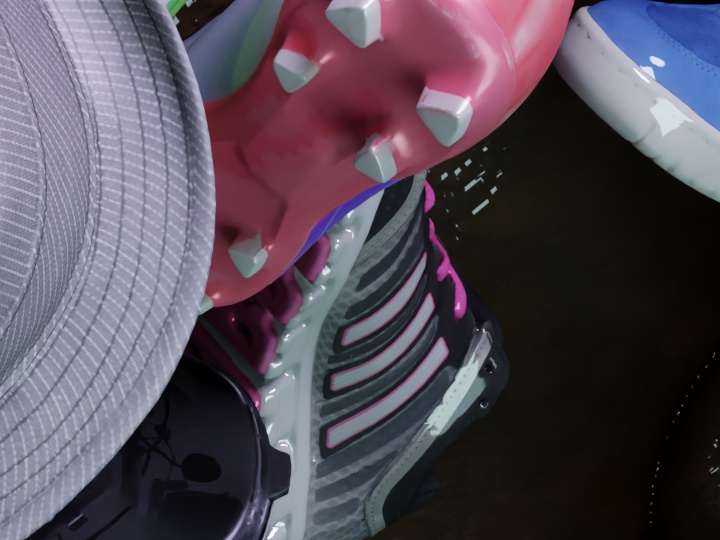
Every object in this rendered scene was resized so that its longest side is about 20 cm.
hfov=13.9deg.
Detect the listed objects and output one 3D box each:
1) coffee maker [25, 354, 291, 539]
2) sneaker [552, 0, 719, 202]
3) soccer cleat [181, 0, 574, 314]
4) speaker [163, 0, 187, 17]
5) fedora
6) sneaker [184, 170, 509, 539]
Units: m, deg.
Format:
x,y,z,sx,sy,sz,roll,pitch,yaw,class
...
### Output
x,y,z,sx,sy,sz,roll,pitch,yaw,class
-0.113,0.127,0.766,0.191,0.135,0.201,-16,128,-19,coffee maker
0.144,-0.074,0.833,0.199,0.077,0.111,11,122,-45,sneaker
-0.015,-0.043,0.699,0.067,0.200,0.076,50,56,-10,soccer cleat
-0.089,-0.065,0.671,0.200,0.088,0.088,-48,136,6,speaker
-0.131,-0.027,0.589,0.177,0.200,0.090,-39,175,7,fedora
0.000,0.000,0.798,0.087,0.074,0.201,-12,131,-31,sneaker
